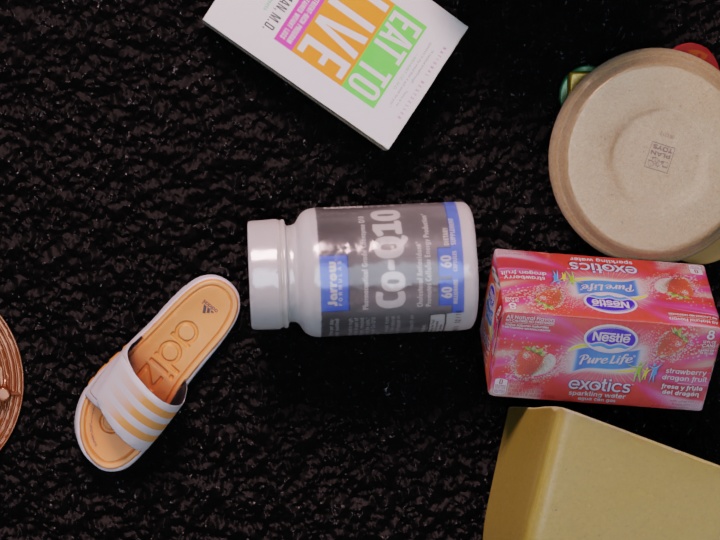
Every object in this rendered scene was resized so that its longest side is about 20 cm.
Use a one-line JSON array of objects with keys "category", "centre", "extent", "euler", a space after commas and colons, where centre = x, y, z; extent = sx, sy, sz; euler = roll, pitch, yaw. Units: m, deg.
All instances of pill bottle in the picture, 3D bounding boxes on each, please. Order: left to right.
[{"category": "pill bottle", "centre": [0.000, 0.000, 1.593], "extent": [0.197, 0.114, 0.115], "euler": [-3, 99, -4]}]

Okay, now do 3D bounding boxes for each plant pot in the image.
[{"category": "plant pot", "centre": [0.207, 0.245, 1.580], "extent": [0.192, 0.195, 0.202], "euler": [20, 82, -7]}]

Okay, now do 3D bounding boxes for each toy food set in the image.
[{"category": "toy food set", "centre": [0.266, -0.105, 1.629], "extent": [0.197, 0.049, 0.201], "euler": [1, 98, -4]}]

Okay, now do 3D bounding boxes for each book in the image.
[{"category": "book", "centre": [-0.022, -0.218, 1.598], "extent": [0.199, 0.048, 0.134], "euler": [34, 91, -6]}]

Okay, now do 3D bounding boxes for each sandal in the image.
[{"category": "sandal", "centre": [-0.186, 0.091, 1.620], "extent": [0.079, 0.059, 0.207], "euler": [37, 94, -8]}]

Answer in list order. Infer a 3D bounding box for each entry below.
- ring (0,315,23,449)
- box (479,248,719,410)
[{"category": "ring", "centre": [-0.403, 0.102, 1.628], "extent": [0.198, 0.019, 0.203], "euler": [-1, 98, -4]}, {"category": "box", "centre": [0.211, 0.052, 1.608], "extent": [0.197, 0.100, 0.096], "euler": [5, 125, -4]}]
